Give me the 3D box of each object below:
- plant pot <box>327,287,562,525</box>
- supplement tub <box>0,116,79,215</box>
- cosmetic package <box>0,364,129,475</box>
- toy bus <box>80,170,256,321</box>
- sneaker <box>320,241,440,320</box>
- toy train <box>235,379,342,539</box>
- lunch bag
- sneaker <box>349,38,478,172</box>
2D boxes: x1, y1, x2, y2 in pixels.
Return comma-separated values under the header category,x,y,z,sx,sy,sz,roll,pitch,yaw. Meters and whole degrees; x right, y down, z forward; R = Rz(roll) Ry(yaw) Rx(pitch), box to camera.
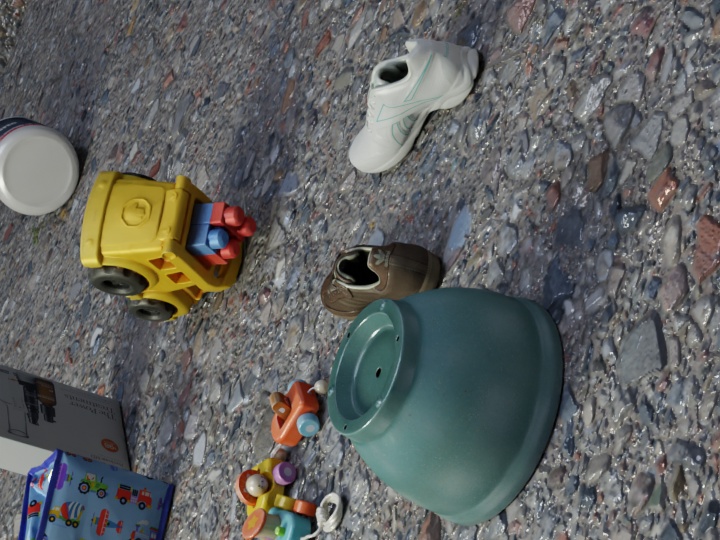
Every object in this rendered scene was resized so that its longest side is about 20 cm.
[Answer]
category,x,y,z,sx,sy,sz,roll,pitch,yaw
plant pot,0.057,0.099,1.528,0.200,0.134,0.201,-43,37,44
supplement tub,-0.534,-0.169,2.890,0.200,0.140,0.141,23,92,64
cosmetic package,-0.391,0.196,2.268,0.052,0.199,0.151,-57,29,26
toy bus,-0.203,-0.029,2.142,0.191,0.200,0.136,-3,64,24
sneaker,0.000,0.000,1.781,0.200,0.075,0.071,-17,57,59
toy train,-0.079,0.201,1.813,0.151,0.055,0.200,-56,28,27
lunch bag,-0.308,0.325,2.066,0.094,0.150,0.201,-36,41,50
sneaker,0.035,-0.172,1.836,0.200,0.080,0.071,-45,36,44
